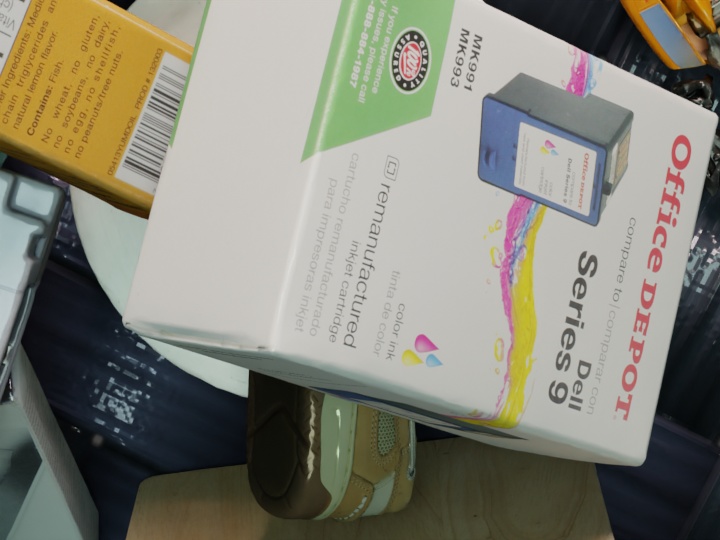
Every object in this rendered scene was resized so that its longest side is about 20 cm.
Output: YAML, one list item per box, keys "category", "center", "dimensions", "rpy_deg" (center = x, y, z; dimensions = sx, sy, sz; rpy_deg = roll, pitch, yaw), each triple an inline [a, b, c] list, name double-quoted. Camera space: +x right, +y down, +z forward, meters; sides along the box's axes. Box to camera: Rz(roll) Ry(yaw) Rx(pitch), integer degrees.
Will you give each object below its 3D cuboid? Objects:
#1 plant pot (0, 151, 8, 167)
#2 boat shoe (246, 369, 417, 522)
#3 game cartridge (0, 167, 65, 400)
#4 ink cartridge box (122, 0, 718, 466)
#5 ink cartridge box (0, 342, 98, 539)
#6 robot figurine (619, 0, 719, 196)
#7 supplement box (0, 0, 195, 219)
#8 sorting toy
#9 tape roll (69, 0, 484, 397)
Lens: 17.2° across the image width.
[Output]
- category: "plant pot"
  center: [-0.219, -0.105, 0.980]
  dimensions: [0.200, 0.134, 0.200]
  rpy_deg: [0, 97, 1]
- category: "boat shoe"
  center: [0.000, 0.000, 0.957]
  dimensions: [0.076, 0.072, 0.200]
  rpy_deg: [5, 91, -32]
- category: "game cartridge"
  center: [-0.204, 0.043, 0.900]
  dimensions: [0.133, 0.040, 0.200]
  rpy_deg: [19, 90, -1]
- category: "ink cartridge box"
  center: [0.029, -0.020, 0.881]
  dimensions: [0.200, 0.088, 0.145]
  rpy_deg: [21, 80, -43]
- category: "ink cartridge box"
  center: [-0.225, 0.081, 0.985]
  dimensions: [0.200, 0.041, 0.200]
  rpy_deg: [-11, 141, 3]
- category: "robot figurine"
  center: [0.180, -0.114, 1.006]
  dimensions: [0.145, 0.058, 0.200]
  rpy_deg: [-35, 94, 6]
- category: "supplement box"
  center: [-0.131, -0.079, 0.861]
  dimensions: [0.200, 0.067, 0.069]
  rpy_deg: [29, 82, -42]
- category: "sorting toy"
  center: [0.005, 0.139, 0.972]
  dimensions: [0.199, 0.200, 0.070]
  rpy_deg: [-7, 106, 2]
- category: "tape roll"
  center: [-0.021, -0.047, 1.013]
  dimensions: [0.202, 0.071, 0.202]
  rpy_deg: [0, 97, 2]
